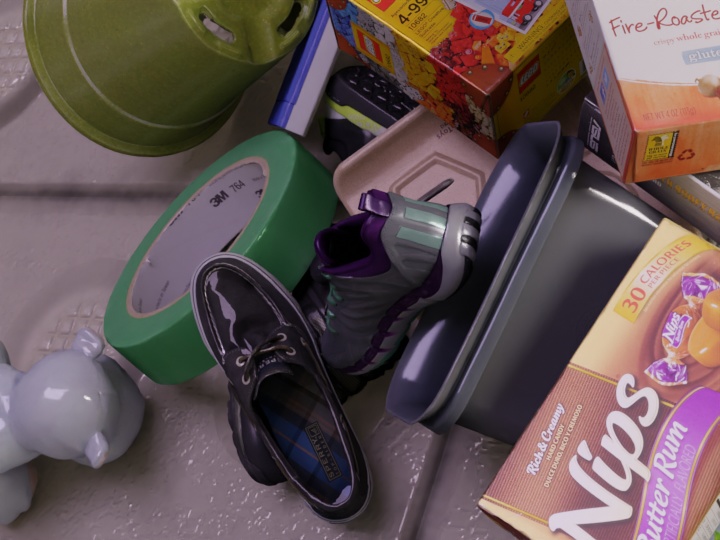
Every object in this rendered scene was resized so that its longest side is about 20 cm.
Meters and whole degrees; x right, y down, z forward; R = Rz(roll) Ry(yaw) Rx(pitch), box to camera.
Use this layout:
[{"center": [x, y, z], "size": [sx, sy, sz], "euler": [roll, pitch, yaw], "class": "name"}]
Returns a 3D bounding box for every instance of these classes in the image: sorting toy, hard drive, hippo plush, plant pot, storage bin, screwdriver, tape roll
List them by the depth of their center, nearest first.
[{"center": [0.121, 0.029, 1.304], "size": [0.201, 0.133, 0.145], "euler": [-63, 11, -3], "class": "storage bin"}, {"center": [0.015, -0.031, 1.367], "size": [0.200, 0.028, 0.029], "euler": [140, 141, -56], "class": "screwdriver"}, {"center": [0.104, -0.035, 1.400], "size": [0.184, 0.036, 0.201], "euler": [-36, 72, 6], "class": "sorting toy"}, {"center": [-0.103, -0.011, 1.528], "size": [0.200, 0.048, 0.201], "euler": [-40, 24, 21], "class": "tape roll"}, {"center": [-0.248, 0.087, 1.534], "size": [0.159, 0.200, 0.161], "euler": [-19, 73, 15], "class": "hippo plush"}, {"center": [-0.020, -0.199, 1.570], "size": [0.132, 0.025, 0.202], "euler": [-143, 74, -83], "class": "hard drive"}, {"center": [-0.126, -0.200, 1.574], "size": [0.189, 0.199, 0.202], "euler": [-13, 50, 59], "class": "plant pot"}]

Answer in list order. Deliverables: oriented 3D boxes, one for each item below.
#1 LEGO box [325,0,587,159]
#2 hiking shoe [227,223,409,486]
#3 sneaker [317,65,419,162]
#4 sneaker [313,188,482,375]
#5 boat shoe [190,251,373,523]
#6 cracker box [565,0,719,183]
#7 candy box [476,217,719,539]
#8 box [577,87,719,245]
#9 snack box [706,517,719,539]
[{"center": [0.099, -0.195, 1.382], "size": [0.149, 0.077, 0.200], "euler": [36, 71, 26], "class": "LEGO box"}, {"center": [-0.021, 0.056, 1.451], "size": [0.100, 0.076, 0.201], "euler": [2, 62, 41], "class": "hiking shoe"}, {"center": [0.041, -0.071, 1.514], "size": [0.200, 0.071, 0.083], "euler": [44, 130, 37], "class": "sneaker"}, {"center": [0.000, 0.000, 1.332], "size": [0.200, 0.087, 0.075], "euler": [132, 152, -54], "class": "sneaker"}, {"center": [-0.054, 0.076, 1.388], "size": [0.069, 0.066, 0.201], "euler": [-25, 83, 0], "class": "boat shoe"}, {"center": [0.198, -0.156, 1.258], "size": [0.133, 0.058, 0.201], "euler": [-9, 58, -7], "class": "cracker box"}, {"center": [0.170, 0.086, 1.203], "size": [0.116, 0.056, 0.201], "euler": [32, 83, 22], "class": "candy box"}, {"center": [0.254, -0.108, 1.292], "size": [0.158, 0.048, 0.200], "euler": [38, 65, 21], "class": "box"}, {"center": [0.266, 0.111, 1.215], "size": [0.199, 0.053, 0.143], "euler": [-2, 61, 37], "class": "snack box"}]
